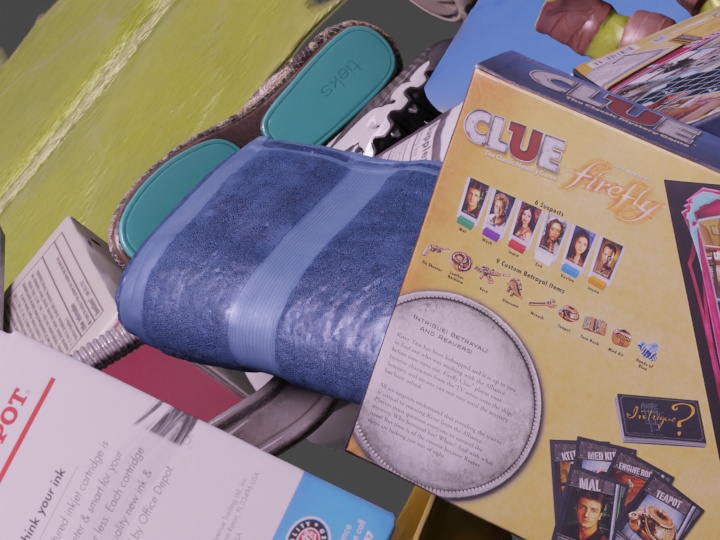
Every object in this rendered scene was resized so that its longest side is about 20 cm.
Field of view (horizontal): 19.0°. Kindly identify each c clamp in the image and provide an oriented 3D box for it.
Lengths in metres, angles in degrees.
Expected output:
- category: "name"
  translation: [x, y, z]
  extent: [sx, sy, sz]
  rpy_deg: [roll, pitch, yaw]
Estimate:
- category: "c clamp"
  translation: [-0.102, 0.046, 0.895]
  extent: [0.199, 0.027, 0.171]
  rpy_deg: [-28, 41, 2]

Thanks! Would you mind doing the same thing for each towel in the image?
- category: "towel"
  translation: [0.000, 0.000, 0.820]
  extent: [0.199, 0.049, 0.112]
  rpy_deg: [13, 49, 41]

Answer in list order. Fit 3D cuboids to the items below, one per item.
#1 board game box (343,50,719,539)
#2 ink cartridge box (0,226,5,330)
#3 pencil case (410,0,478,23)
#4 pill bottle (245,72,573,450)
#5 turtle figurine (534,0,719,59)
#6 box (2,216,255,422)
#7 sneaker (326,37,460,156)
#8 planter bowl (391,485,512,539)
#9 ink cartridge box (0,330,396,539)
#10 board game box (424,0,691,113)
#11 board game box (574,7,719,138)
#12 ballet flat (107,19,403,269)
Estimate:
- category: "board game box"
  translation: [0.106, 0.035, 0.646]
  extent: [0.035, 0.199, 0.136]
  rpy_deg: [-30, -38, -63]
- category: "ink cartridge box"
  translation: [-0.253, 0.058, 1.072]
  extent: [0.145, 0.087, 0.200]
  rpy_deg: [-41, 29, 21]
- category: "pencil case"
  translation: [0.076, -0.226, 1.135]
  extent: [0.089, 0.078, 0.200]
  rpy_deg: [37, 90, 39]
- category: "pill bottle"
  translation: [0.046, -0.009, 0.922]
  extent: [0.200, 0.111, 0.111]
  rpy_deg: [-30, 37, 33]
- category: "turtle figurine"
  translation: [0.161, -0.085, 0.842]
  extent: [0.161, 0.064, 0.200]
  rpy_deg: [38, 76, 16]
- category: "box"
  translation: [-0.158, 0.096, 1.095]
  extent: [0.200, 0.109, 0.128]
  rpy_deg: [-50, 30, 6]
- category: "sneaker"
  translation: [-0.014, -0.036, 1.063]
  extent: [0.090, 0.066, 0.201]
  rpy_deg: [28, 84, 44]
- category: "planter bowl"
  translation: [0.025, 0.165, 0.764]
  extent: [0.201, 0.083, 0.200]
  rpy_deg: [-64, -1, -2]
- category: "ink cartridge box"
  translation: [-0.101, 0.104, 0.788]
  extent: [0.116, 0.199, 0.067]
  rpy_deg: [-63, -2, -20]
- category: "board game box"
  translation: [0.120, -0.125, 1.008]
  extent: [0.157, 0.039, 0.200]
  rpy_deg: [-11, 37, 43]
- category: "board game box"
  translation: [0.182, -0.082, 0.727]
  extent: [0.199, 0.035, 0.136]
  rpy_deg: [-23, 15, -1]
- category: "ballet flat"
  translation: [-0.056, -0.054, 1.138]
  extent: [0.200, 0.068, 0.075]
  rpy_deg: [-43, 0, -22]
